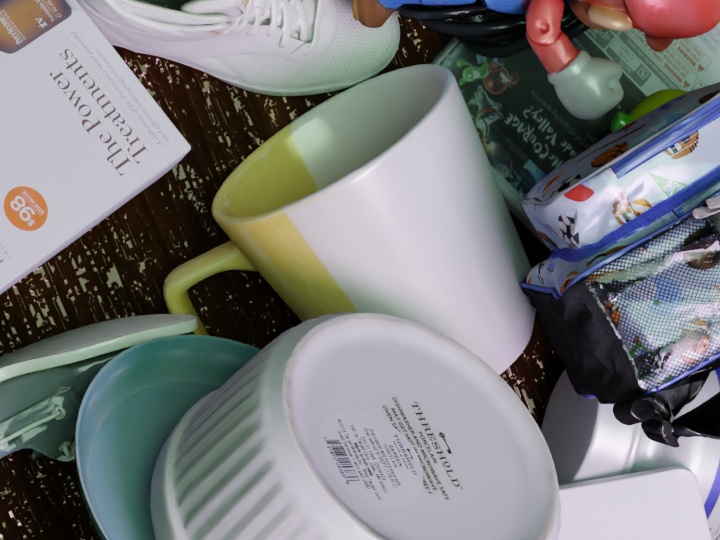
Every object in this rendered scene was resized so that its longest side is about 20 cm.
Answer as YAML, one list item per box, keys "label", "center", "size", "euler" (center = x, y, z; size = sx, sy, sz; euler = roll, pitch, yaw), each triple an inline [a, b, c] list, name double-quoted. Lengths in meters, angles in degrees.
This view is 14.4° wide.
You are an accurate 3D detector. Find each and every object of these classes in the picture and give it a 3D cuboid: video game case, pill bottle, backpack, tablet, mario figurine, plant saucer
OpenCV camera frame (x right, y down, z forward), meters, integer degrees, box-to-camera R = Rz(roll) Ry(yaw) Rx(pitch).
- label: "video game case"
  center: [0.151, -0.096, 1.643]
  size: [0.200, 0.023, 0.182]
  euler: [44, 79, -14]
- label: "pill bottle"
  center: [0.208, 0.109, 1.619]
  size: [0.200, 0.112, 0.112]
  euler: [15, 87, -16]
- label: "backpack"
  center: [0.182, -0.016, 1.464]
  size: [0.190, 0.200, 0.154]
  euler: [-23, 98, -3]
- label: "tablet"
  center: [0.143, 0.204, 1.595]
  size: [0.130, 0.014, 0.200]
  euler: [-10, 116, 11]
- label: "mario figurine"
  center: [0.099, -0.154, 1.535]
  size: [0.200, 0.106, 0.124]
  euler: [9, 111, 11]
- label: "plant saucer"
  center: [-0.061, 0.121, 1.467]
  size: [0.200, 0.027, 0.200]
  euler: [22, 41, -20]

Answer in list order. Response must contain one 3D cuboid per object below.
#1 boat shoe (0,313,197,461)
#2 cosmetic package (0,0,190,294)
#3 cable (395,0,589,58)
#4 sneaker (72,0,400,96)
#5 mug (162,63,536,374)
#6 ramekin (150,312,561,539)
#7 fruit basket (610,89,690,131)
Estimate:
- label: "boat shoe"
  center: [-0.177, 0.075, 1.523]
  size: [0.200, 0.073, 0.062]
  euler: [-19, 98, -10]
- label: "cosmetic package"
  center: [-0.206, -0.096, 1.475]
  size: [0.151, 0.052, 0.200]
  euler: [-40, 92, -33]
- label: "cable"
  center: [0.096, -0.209, 1.592]
  size: [0.200, 0.051, 0.163]
  euler: [-33, 85, -8]
- label: "sneaker"
  center: [-0.060, -0.138, 1.529]
  size: [0.200, 0.116, 0.074]
  euler: [7, 88, -18]
- label: "mug"
  center: [0.008, -0.006, 1.561]
  size: [0.153, 0.186, 0.149]
  euler: [58, 44, -19]
- label: "ramekin"
  center: [0.006, 0.115, 1.422]
  size: [0.200, 0.105, 0.200]
  euler: [21, 42, -21]
- label: "fruit basket"
  center: [0.243, -0.043, 1.592]
  size: [0.215, 0.155, 0.216]
  euler: [-19, 118, -40]
